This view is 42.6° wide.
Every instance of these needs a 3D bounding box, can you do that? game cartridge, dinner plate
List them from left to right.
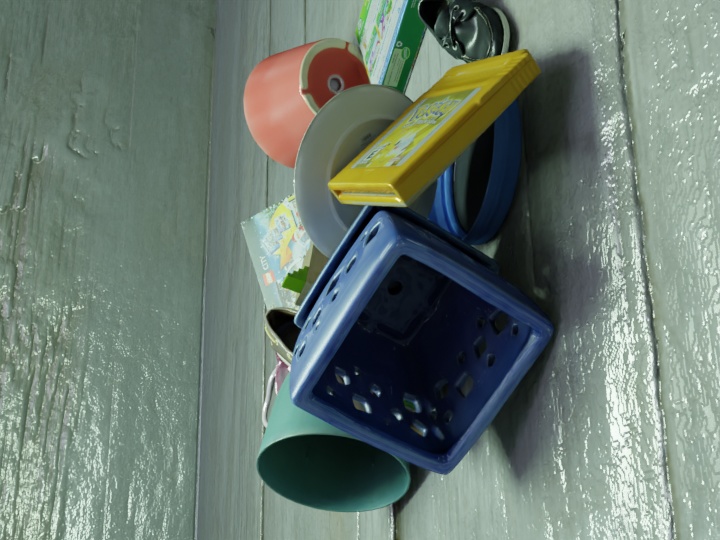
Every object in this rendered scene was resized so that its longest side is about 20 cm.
[{"bbox_3d":[0.015,-0.102,1.021,0.024,0.197,0.205,15,100,53],"label":"dinner plate"},{"bbox_3d":[0.070,-0.142,0.920,0.200,0.033,0.176,-47,19,-13],"label":"game cartridge"}]

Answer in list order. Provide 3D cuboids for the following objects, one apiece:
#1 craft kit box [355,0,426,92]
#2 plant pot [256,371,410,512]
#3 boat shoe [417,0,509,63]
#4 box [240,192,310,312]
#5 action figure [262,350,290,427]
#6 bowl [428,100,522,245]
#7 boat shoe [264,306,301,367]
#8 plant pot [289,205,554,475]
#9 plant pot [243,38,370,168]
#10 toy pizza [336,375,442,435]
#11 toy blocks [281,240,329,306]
[{"bbox_3d":[0.049,-0.384,1.357,0.200,0.047,0.202,-106,27,-43],"label":"craft kit box"},{"bbox_3d":[-0.026,0.197,1.213,0.202,0.196,0.163,116,167,-48],"label":"plant pot"},{"bbox_3d":[0.114,-0.286,1.078,0.201,0.065,0.076,-110,30,-53],"label":"boat shoe"},{"bbox_3d":[-0.080,-0.007,1.301,0.038,0.135,0.203,28,-141,-62],"label":"box"},{"bbox_3d":[-0.112,0.123,1.416,0.133,0.146,0.204,-4,102,68],"label":"action figure"},{"bbox_3d":[0.125,-0.126,1.045,0.200,0.038,0.206,-175,90,-72],"label":"bowl"},{"bbox_3d":[-0.053,0.099,1.136,0.199,0.072,0.060,27,155,50],"label":"boat shoe"},{"bbox_3d":[0.048,0.050,0.936,0.202,0.198,0.181,-55,22,18],"label":"plant pot"},{"bbox_3d":[-0.073,-0.281,1.506,0.176,0.197,0.205,-11,74,62],"label":"plant pot"},{"bbox_3d":[0.025,0.106,1.069,0.032,0.198,0.203,-44,38,31],"label":"toy pizza"},{"bbox_3d":[0.000,0.000,1.209,0.100,0.196,0.139,122,162,-47],"label":"toy blocks"}]
